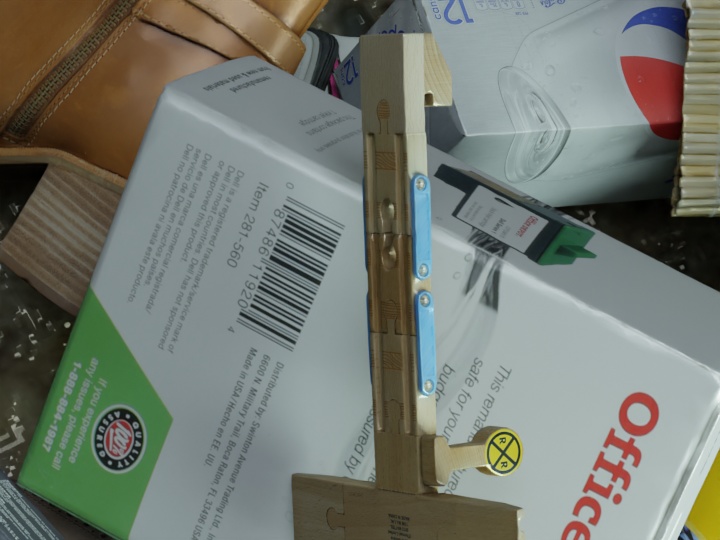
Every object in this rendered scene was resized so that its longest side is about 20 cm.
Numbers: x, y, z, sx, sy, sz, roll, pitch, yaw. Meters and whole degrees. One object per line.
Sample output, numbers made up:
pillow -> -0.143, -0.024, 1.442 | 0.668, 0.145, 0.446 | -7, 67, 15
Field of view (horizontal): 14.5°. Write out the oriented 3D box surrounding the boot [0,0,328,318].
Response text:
boot -> -0.114, -0.093, 0.989 | 0.200, 0.077, 0.156 | 36, 98, 22

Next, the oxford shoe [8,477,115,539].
oxford shoe -> -0.114, 0.105, 0.966 | 0.199, 0.072, 0.073 | 32, 34, 13

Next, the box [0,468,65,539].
box -> -0.189, 0.107, 0.914 | 0.200, 0.049, 0.161 | 45, 101, 12

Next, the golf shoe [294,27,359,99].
golf shoe -> 0.000, 0.000, 1.012 | 0.092, 0.073, 0.201 | -12, 69, -15

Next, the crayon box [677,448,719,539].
crayon box -> 0.155, 0.114, 0.943 | 0.172, 0.058, 0.201 | -25, 61, 11

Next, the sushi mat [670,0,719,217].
sushi mat -> 0.205, -0.066, 1.005 | 0.199, 0.012, 0.096 | 0, 93, -16

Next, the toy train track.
toy train track -> 0.022, 0.031, 0.826 | 0.032, 0.114, 0.201 | -5, 95, -34

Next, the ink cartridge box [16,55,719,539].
ink cartridge box -> 0.011, 0.042, 0.899 | 0.199, 0.084, 0.147 | 28, 110, 13

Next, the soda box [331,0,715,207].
soda box -> 0.095, -0.066, 1.025 | 0.199, 0.068, 0.064 | -5, 67, -32
